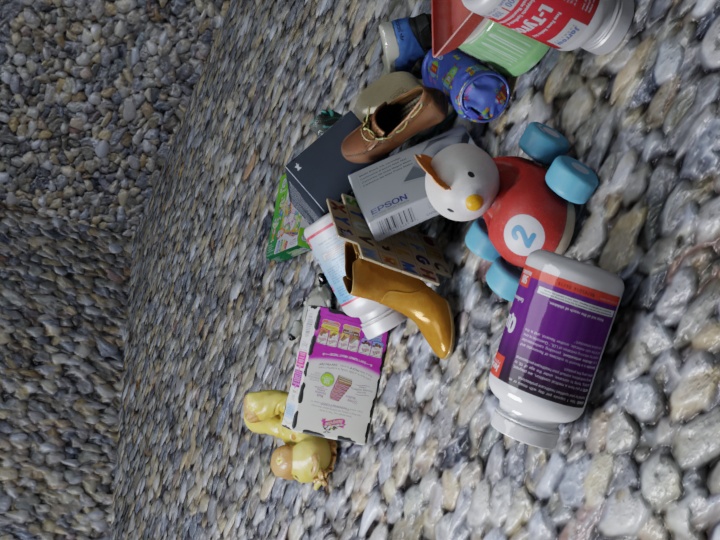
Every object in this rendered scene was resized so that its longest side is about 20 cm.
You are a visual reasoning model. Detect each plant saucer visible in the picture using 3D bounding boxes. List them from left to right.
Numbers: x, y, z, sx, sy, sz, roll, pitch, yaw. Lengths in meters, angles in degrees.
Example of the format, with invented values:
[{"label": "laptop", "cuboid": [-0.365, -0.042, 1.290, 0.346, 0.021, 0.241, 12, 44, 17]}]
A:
[{"label": "plant saucer", "cuboid": [0.164, -0.425, 1.250, 0.200, 0.036, 0.203, -44, 38, 52]}]

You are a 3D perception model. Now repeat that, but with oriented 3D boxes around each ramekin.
[{"label": "ramekin", "cuboid": [0.210, -0.392, 1.293, 0.200, 0.096, 0.203, -46, 37, 49]}]

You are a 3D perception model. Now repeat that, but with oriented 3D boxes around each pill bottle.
[{"label": "pill bottle", "cuboid": [0.000, 0.000, 1.419, 0.203, 0.108, 0.108, 63, 149, 0]}, {"label": "pill bottle", "cuboid": [0.229, -0.337, 1.092, 0.112, 0.197, 0.114, -45, 37, 49]}, {"label": "pill bottle", "cuboid": [0.209, 0.086, 0.993, 0.112, 0.111, 0.204, 28, 102, 66]}]

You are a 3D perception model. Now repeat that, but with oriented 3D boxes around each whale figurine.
[{"label": "whale figurine", "cuboid": [0.080, -0.259, 1.525, 0.159, 0.105, 0.199, -43, 41, -18]}]

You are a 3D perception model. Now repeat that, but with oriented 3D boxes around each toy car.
[{"label": "toy car", "cuboid": [0.153, -0.092, 1.119, 0.186, 0.197, 0.178, -62, 27, 27]}]

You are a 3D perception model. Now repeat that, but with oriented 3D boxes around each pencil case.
[{"label": "pencil case", "cuboid": [0.154, -0.287, 1.381, 0.088, 0.077, 0.200, -55, 28, 12]}]

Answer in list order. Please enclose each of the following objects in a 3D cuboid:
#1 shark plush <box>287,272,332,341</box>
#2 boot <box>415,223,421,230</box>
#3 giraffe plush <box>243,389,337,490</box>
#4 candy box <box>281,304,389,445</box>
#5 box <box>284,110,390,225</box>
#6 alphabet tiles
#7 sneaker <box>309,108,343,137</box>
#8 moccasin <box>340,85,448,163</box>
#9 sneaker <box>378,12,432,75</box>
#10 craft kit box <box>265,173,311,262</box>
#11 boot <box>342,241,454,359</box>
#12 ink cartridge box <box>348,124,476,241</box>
[{"label": "shark plush", "cuboid": [-0.089, 0.079, 1.734, 0.084, 0.089, 0.204, 83, -174, -69]}, {"label": "boot", "cuboid": [0.042, -0.049, 1.495, 0.154, 0.071, 0.204, -25, 50, 65]}, {"label": "giraffe plush", "cuboid": [-0.104, 0.295, 1.564, 0.197, 0.172, 0.165, -20, 63, 23]}, {"label": "candy box", "cuboid": [-0.040, 0.171, 1.474, 0.061, 0.134, 0.204, -2, 74, 67]}, {"label": "box", "cuboid": [-0.040, -0.156, 1.547, 0.148, 0.107, 0.200, -41, -9, -9]}, {"label": "alphabet tiles", "cuboid": [0.043, -0.048, 1.338, 0.006, 0.197, 0.168, -57, 28, 27]}, {"label": "sneaker", "cuboid": [-0.039, -0.274, 1.717, 0.078, 0.091, 0.200, -45, 1, 19]}, {"label": "moccasin", "cuboid": [0.040, -0.223, 1.377, 0.199, 0.077, 0.075, -18, 62, 43]}, {"label": "sneaker", "cuboid": [0.095, -0.384, 1.594, 0.200, 0.109, 0.078, 73, -179, -70]}, {"label": "craft kit box", "cuboid": [-0.143, -0.132, 2.004, 0.199, 0.048, 0.201, -17, 58, 63]}, {"label": "boot", "cuboid": [0.049, 0.041, 1.314, 0.071, 0.141, 0.204, -56, 41, 45]}, {"label": "ink cartridge box", "cuboid": [0.083, -0.148, 1.353, 0.197, 0.041, 0.201, -24, 36, 1]}]
